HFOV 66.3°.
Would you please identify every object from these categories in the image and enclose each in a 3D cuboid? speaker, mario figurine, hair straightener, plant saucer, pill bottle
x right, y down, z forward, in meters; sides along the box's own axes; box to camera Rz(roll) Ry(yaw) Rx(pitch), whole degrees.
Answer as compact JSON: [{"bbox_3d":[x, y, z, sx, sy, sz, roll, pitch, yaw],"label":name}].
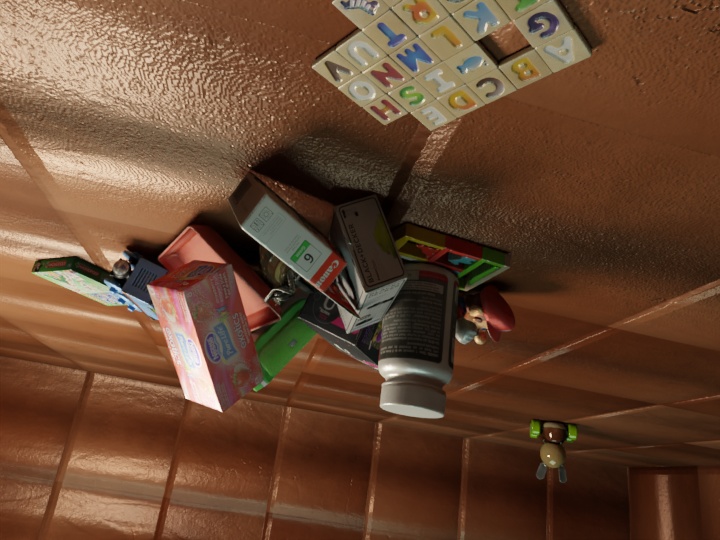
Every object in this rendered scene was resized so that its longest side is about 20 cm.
[{"bbox_3d":[-0.139,0.116,0.988,0.088,0.200,0.089,40,163,16],"label":"speaker"},{"bbox_3d":[0.160,0.088,0.921,0.195,0.125,0.108,2,135,30],"label":"mario figurine"},{"bbox_3d":[-0.091,0.026,0.777,0.041,0.077,0.200,40,-175,-1],"label":"hair straightener"},{"bbox_3d":[-0.231,0.016,0.918,0.200,0.037,0.198,47,147,-15],"label":"plant saucer"},{"bbox_3d":[0.084,0.105,0.816,0.110,0.206,0.114,7,160,3],"label":"pill bottle"}]

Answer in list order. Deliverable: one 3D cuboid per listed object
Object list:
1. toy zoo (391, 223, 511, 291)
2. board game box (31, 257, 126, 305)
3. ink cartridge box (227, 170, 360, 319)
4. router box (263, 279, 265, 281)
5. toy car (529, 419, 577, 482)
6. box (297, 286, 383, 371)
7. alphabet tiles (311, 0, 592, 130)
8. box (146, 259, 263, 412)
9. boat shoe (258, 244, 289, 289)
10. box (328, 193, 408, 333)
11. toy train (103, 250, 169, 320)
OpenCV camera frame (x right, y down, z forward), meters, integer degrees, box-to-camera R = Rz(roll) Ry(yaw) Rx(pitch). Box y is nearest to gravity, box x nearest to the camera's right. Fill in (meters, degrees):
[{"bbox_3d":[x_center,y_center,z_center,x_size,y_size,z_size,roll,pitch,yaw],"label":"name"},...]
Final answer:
[{"bbox_3d":[0.103,-0.018,0.811,0.194,0.021,0.131,15,158,-15],"label":"toy zoo"},{"bbox_3d":[-0.574,0.028,1.183,0.131,0.030,0.200,-2,156,27],"label":"board game box"},{"bbox_3d":[-0.068,-0.030,0.682,0.199,0.051,0.109,40,-176,-31],"label":"ink cartridge box"},{"bbox_3d":[-0.246,0.054,1.084,0.194,0.054,0.157,14,158,-13],"label":"router box"},{"bbox_3d":[0.713,0.674,2.045,0.159,0.206,0.158,3,158,15],"label":"toy car"},{"bbox_3d":[-0.004,0.089,0.962,0.120,0.108,0.200,21,165,27],"label":"box"},{"bbox_3d":[0.057,-0.181,0.445,0.165,0.008,0.197,26,152,-38],"label":"alphabet tiles"},{"bbox_3d":[-0.234,0.098,0.847,0.100,0.206,0.094,6,-153,37],"label":"box"},{"bbox_3d":[-0.126,-0.007,0.884,0.067,0.072,0.201,41,164,6],"label":"boat shoe"},{"bbox_3d":[0.000,0.000,0.749,0.058,0.120,0.201,-17,162,-13],"label":"box"},{"bbox_3d":[-0.398,0.039,1.032,0.112,0.088,0.201,26,159,5],"label":"toy train"}]
